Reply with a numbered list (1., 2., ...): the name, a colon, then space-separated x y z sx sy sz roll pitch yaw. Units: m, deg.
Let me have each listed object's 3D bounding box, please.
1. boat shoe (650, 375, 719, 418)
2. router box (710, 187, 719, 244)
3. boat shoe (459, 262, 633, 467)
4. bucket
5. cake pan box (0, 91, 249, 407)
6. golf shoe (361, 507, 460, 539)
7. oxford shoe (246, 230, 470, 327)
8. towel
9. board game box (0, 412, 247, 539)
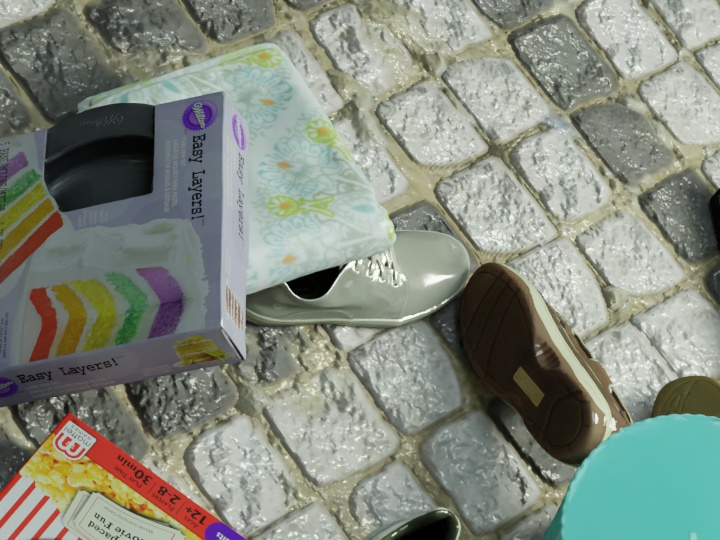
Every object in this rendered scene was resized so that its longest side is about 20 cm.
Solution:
1. boat shoe: 0.255 0.170 1.700 0.073 0.063 0.202 -12 53 -1
2. router box: 0.373 0.022 1.865 0.156 0.052 0.201 8 55 -23
3. boat shoe: 0.137 0.074 1.677 0.075 0.075 0.203 20 29 -36
4. bucket: 0.213 0.204 1.554 0.205 0.135 0.209 0 60 0
5. cake pan box: -0.165 -0.017 1.537 0.183 0.052 0.201 -9 55 13
6. golf shoe: -0.008 0.214 1.481 0.078 0.097 0.200 42 47 5
7. oxford shoe: 0.000 0.000 1.678 0.199 0.058 0.076 -5 59 -32
8. towel: -0.092 -0.068 1.632 0.170 0.048 0.201 -19 54 -18
9. board game box: -0.178 0.204 1.438 0.151 0.046 0.200 34 49 4
